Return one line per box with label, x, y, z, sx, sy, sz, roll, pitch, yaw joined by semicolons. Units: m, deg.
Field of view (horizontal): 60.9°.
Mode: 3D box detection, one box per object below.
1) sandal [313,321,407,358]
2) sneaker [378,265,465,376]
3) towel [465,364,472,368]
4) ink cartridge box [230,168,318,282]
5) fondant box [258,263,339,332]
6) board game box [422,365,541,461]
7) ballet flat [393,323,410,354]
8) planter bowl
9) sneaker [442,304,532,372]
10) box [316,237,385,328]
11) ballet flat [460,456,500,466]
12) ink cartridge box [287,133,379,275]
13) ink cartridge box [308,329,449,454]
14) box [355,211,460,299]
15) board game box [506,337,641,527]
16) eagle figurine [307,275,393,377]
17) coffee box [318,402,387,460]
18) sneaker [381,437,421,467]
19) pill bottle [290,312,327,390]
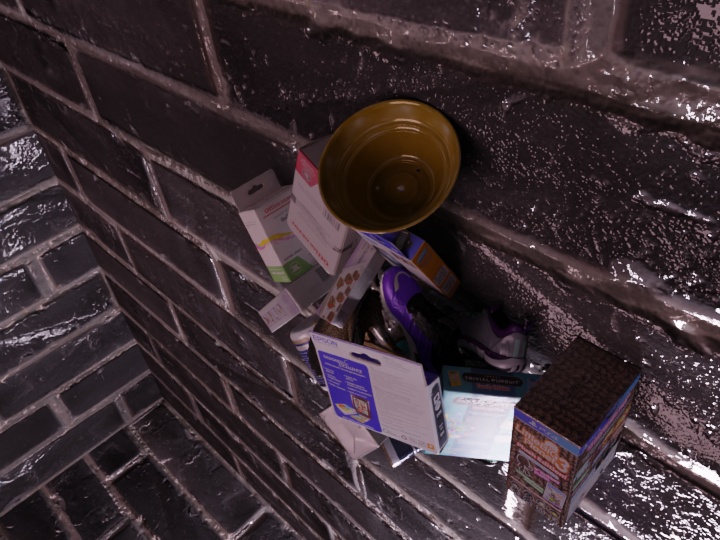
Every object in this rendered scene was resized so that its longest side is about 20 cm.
sandal;0.011;0.123;1.255;0.211;0.070;0.078;25;179;15
sneaker;0.107;0.079;0.946;0.099;0.070;0.200;-12;108;54
towel;0.105;0.201;1.103;0.199;0.023;0.144;-2;147;13
ink cartridge box;-0.154;-0.091;1.197;0.067;0.117;0.200;1;122;53
fondant box;-0.116;0.046;1.258;0.058;0.144;0.200;53;150;0
board game box;0.188;0.231;0.972;0.150;0.047;0.200;6;137;-1
ballet flat;0.129;0.134;1.073;0.070;0.065;0.200;-11;145;32
planter bowl;0.048;-0.130;0.855;0.200;0.201;0.083;36;176;27
sneaker;0.191;0.084;0.973;0.200;0.074;0.088;27;109;48
box;0.000;0.000;1.010;0.039;0.200;0.041;32;-179;34
ballet flat;0.155;0.299;1.093;0.200;0.068;0.068;28;152;1
ink cartridge box;-0.047;-0.109;1.056;0.147;0.083;0.200;49;151;18
ink cartridge box;0.029;0.174;0.930;0.198;0.043;0.200;13;134;31
box;0.070;-0.027;0.934;0.119;0.042;0.200;32;174;33
board game box;0.293;0.227;0.859;0.097;0.159;0.200;29;141;35
eagle figurine;0.000;0.091;1.085;0.151;0.200;0.152;34;143;30
coffee box;0.024;0.267;1.223;0.080;0.200;0.114;-40;85;35
sneaker;0.093;0.353;1.374;0.070;0.108;0.200;63;179;-21
pill bottle;-0.061;0.195;1.363;0.116;0.116;0.200;-13;110;58
